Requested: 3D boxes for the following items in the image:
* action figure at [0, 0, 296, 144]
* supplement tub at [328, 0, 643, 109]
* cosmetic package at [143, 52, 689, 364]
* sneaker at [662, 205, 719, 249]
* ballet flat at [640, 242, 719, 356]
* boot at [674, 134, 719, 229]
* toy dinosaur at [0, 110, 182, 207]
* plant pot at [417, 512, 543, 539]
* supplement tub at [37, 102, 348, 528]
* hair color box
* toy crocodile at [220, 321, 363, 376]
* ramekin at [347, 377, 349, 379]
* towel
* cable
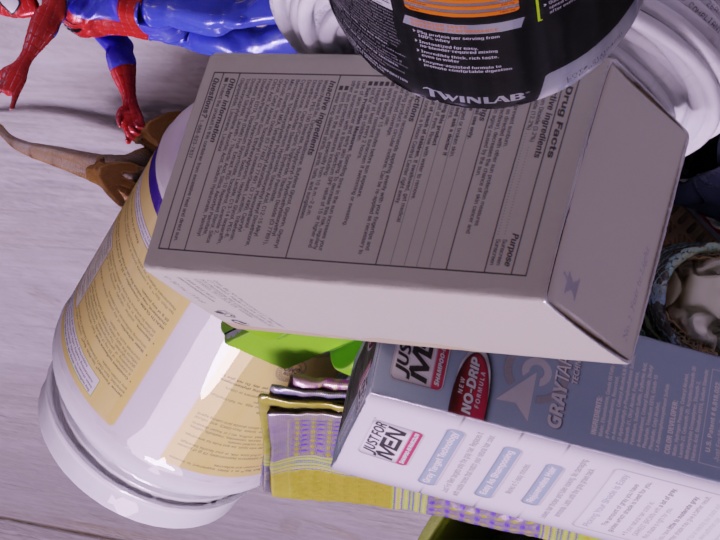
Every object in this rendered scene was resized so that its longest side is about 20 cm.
[{"bbox_3d":[-0.091,-0.094,1.239,0.199,0.099,0.065,14,163,20],"label":"action figure"},{"bbox_3d":[0.036,-0.142,0.882,0.122,0.123,0.200,14,164,10],"label":"supplement tub"},{"bbox_3d":[0.020,-0.028,1.072,0.199,0.104,0.073,6,161,36],"label":"cosmetic package"},{"bbox_3d":[0.183,0.027,1.267,0.200,0.071,0.112,50,-164,8],"label":"sneaker"},{"bbox_3d":[0.213,0.031,1.151,0.199,0.075,0.074,10,164,6],"label":"ballet flat"},{"bbox_3d":[0.202,-0.041,1.141,0.090,0.073,0.200,18,166,-25],"label":"boot"},{"bbox_3d":[-0.127,-0.051,1.481,0.199,0.061,0.106,16,166,4],"label":"toy dinosaur"},{"bbox_3d":[0.120,0.189,1.458,0.199,0.201,0.193,16,176,2],"label":"plant pot"},{"bbox_3d":[-0.072,0.023,1.372,0.145,0.146,0.200,22,128,-17],"label":"supplement tub"},{"bbox_3d":[0.095,0.069,1.152,0.199,0.061,0.099,14,154,-5],"label":"hair color box"},{"bbox_3d":[0.000,0.000,1.197,0.067,0.062,0.200,22,153,-22],"label":"toy crocodile"},{"bbox_3d":[0.086,0.032,1.459,0.199,0.106,0.200,16,165,4],"label":"ramekin"},{"bbox_3d":[0.046,0.098,1.302,0.199,0.023,0.144,11,155,0],"label":"towel"},{"bbox_3d":[0.062,-0.104,1.088,0.199,0.070,0.200,4,159,38],"label":"cable"}]
